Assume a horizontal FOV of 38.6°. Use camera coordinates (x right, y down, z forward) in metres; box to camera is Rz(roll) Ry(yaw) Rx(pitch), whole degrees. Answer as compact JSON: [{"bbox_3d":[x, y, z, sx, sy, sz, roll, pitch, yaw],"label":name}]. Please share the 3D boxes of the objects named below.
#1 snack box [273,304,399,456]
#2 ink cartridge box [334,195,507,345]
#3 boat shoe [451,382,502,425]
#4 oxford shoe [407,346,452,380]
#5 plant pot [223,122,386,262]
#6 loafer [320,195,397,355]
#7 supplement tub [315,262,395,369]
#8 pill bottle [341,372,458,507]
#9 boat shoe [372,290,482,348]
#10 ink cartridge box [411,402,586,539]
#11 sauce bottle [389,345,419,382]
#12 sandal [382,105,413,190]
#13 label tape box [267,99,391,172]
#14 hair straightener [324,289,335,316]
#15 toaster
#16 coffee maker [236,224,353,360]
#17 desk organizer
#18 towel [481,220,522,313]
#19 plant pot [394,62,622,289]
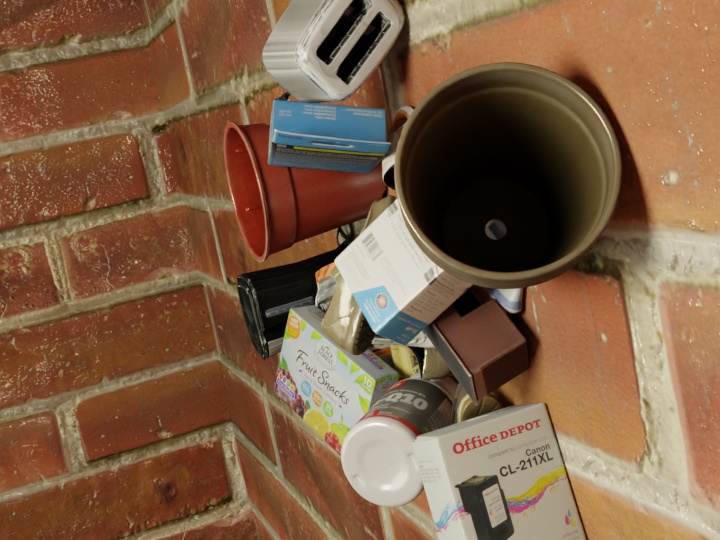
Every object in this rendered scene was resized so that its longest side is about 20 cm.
[{"bbox_3d":[-0.039,0.159,1.457,0.199,0.053,0.144,36,121,40],"label":"snack box"},{"bbox_3d":[0.079,-0.028,1.137,0.066,0.200,0.116,27,-154,-50],"label":"ink cartridge box"},{"bbox_3d":[0.151,0.220,1.289,0.065,0.072,0.202,-104,9,-57],"label":"boat shoe"},{"bbox_3d":[0.076,0.052,1.362,0.071,0.074,0.201,102,149,-55],"label":"oxford shoe"},{"bbox_3d":[-0.077,-0.133,1.493,0.201,0.193,0.203,166,90,-72],"label":"plant pot"},{"bbox_3d":[0.000,0.000,1.265,0.076,0.067,0.202,40,-114,-66],"label":"loafer"},{"bbox_3d":[0.005,0.086,1.527,0.123,0.121,0.202,131,122,-69],"label":"supplement tub"},{"bbox_3d":[0.062,0.206,1.310,0.200,0.113,0.115,-35,-63,-63],"label":"pill bottle"},{"bbox_3d":[0.058,0.066,1.291,0.198,0.066,0.075,-16,78,38],"label":"boat shoe"},{"bbox_3d":[0.159,0.265,1.156,0.083,0.144,0.202,147,108,-70],"label":"ink cartridge box"},{"bbox_3d":[0.084,0.150,1.437,0.066,0.065,0.203,-173,68,-71],"label":"sauce bottle"},{"bbox_3d":[0.060,-0.119,1.282,0.080,0.058,0.209,100,157,-57],"label":"sandal"},{"bbox_3d":[-0.042,-0.173,1.291,0.200,0.141,0.067,142,131,-81],"label":"label tape box"},{"bbox_3d":[0.019,-0.005,1.426,0.077,0.041,0.202,33,100,42],"label":"hair straightener"},{"bbox_3d":[-0.037,-0.288,1.283,0.113,0.201,0.129,41,170,-26],"label":"toaster"},{"bbox_3d":[-0.095,0.025,1.661,0.135,0.198,0.194,134,120,-68],"label":"coffee maker"},{"bbox_3d":[0.109,0.047,1.196,0.201,0.076,0.072,55,171,34],"label":"desk organizer"},{"bbox_3d":[0.142,-0.066,1.158,0.147,0.024,0.202,-132,33,-54],"label":"towel"},{"bbox_3d":[0.132,-0.066,0.966,0.174,0.198,0.202,76,174,-74],"label":"plant pot"}]
